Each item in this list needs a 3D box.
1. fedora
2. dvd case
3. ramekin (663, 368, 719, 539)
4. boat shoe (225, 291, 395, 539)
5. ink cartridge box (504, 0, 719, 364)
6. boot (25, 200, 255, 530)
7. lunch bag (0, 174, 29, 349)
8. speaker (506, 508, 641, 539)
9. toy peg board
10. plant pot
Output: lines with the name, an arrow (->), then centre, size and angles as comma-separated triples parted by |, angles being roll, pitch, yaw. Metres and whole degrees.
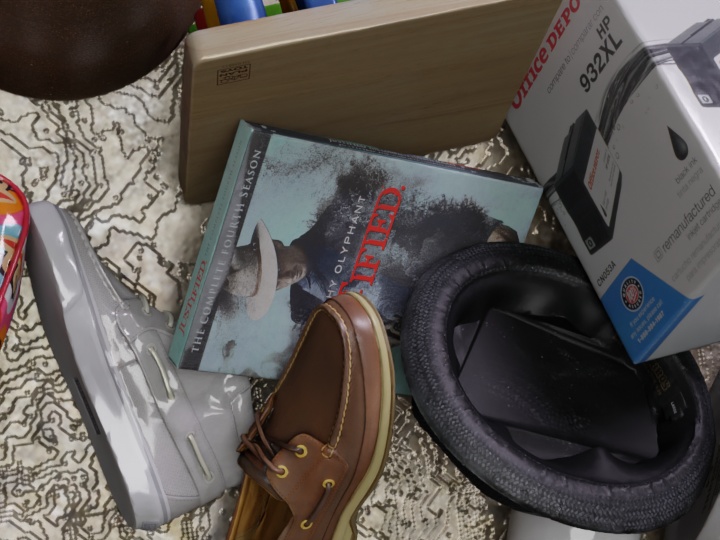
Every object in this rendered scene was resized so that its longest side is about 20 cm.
fedora -> 0.102, 0.081, 0.981 | 0.200, 0.092, 0.201 | 13, 52, -17
dvd case -> 0.000, 0.000, 0.974 | 0.199, 0.022, 0.147 | 10, 108, -30
ramekin -> 0.250, 0.118, 0.995 | 0.094, 0.202, 0.203 | 21, 83, 2
boat shoe -> -0.032, 0.106, 0.952 | 0.067, 0.072, 0.201 | -4, 122, -32
ink cartridge box -> 0.172, -0.072, 0.964 | 0.083, 0.145, 0.201 | -12, 63, -26
boot -> -0.124, 0.043, 0.987 | 0.095, 0.073, 0.201 | -22, 97, -21
lunch bag -> -0.288, 0.011, 0.908 | 0.199, 0.082, 0.177 | 17, 54, -8
speaker -> 0.113, 0.248, 1.015 | 0.081, 0.081, 0.201 | 11, 86, -11
toy peg board -> -0.012, -0.136, 0.956 | 0.199, 0.199, 0.098 | -13, 73, -11
plant pot -> -0.161, -0.199, 0.916 | 0.186, 0.200, 0.188 | 0, 88, -12
